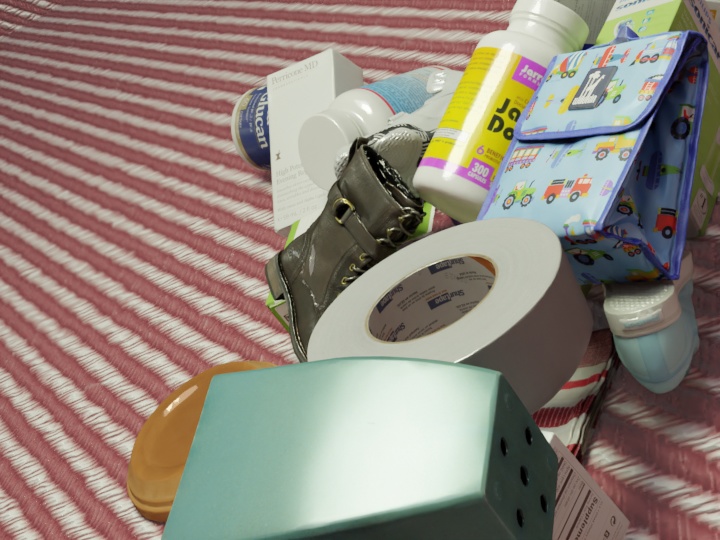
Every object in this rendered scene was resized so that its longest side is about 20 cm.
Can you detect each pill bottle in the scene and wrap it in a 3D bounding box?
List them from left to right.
[{"bbox_3d":[-0.066,-0.188,1.650,0.199,0.112,0.111,-2,42,47],"label":"pill bottle"},{"bbox_3d":[0.030,-0.152,1.418,0.199,0.110,0.108,-23,15,-41],"label":"pill bottle"},{"bbox_3d":[0.132,-0.142,1.170,0.104,0.104,0.202,15,78,56],"label":"pill bottle"}]

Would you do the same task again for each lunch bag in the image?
[{"bbox_3d":[0.190,-0.098,1.012,0.150,0.094,0.202,-4,62,55],"label":"lunch bag"}]

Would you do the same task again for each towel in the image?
[{"bbox_3d":[0.124,0.126,1.044,0.143,0.023,0.201,-11,36,40],"label":"towel"}]

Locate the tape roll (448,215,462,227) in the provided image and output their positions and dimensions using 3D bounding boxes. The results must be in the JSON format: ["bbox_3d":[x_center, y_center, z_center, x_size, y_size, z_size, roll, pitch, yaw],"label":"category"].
[{"bbox_3d":[0.174,-0.104,1.302,0.198,0.066,0.201,-26,29,15],"label":"tape roll"}]

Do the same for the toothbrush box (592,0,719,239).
[{"bbox_3d":[0.268,-0.142,1.169,0.085,0.146,0.201,-9,38,41],"label":"toothbrush box"}]

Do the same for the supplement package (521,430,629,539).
[{"bbox_3d":[0.054,0.194,0.901,0.199,0.111,0.157,2,53,50],"label":"supplement package"}]

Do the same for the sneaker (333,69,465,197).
[{"bbox_3d":[0.065,-0.135,1.281,0.197,0.076,0.115,-14,33,-3],"label":"sneaker"}]

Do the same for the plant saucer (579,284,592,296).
[{"bbox_3d":[0.136,0.011,1.142,0.199,0.031,0.201,-33,29,21],"label":"plant saucer"}]

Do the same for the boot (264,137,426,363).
[{"bbox_3d":[0.000,0.000,1.190,0.174,0.069,0.201,-46,61,28],"label":"boot"}]

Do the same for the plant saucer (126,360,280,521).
[{"bbox_3d":[-0.154,0.159,1.288,0.198,0.038,0.201,-27,29,16],"label":"plant saucer"}]

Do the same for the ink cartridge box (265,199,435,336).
[{"bbox_3d":[0.014,-0.019,1.325,0.198,0.076,0.149,-24,30,27],"label":"ink cartridge box"}]

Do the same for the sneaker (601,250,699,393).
[{"bbox_3d":[0.229,0.041,1.014,0.073,0.083,0.200,-12,10,23],"label":"sneaker"}]

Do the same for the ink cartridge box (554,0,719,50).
[{"bbox_3d":[0.252,-0.224,1.259,0.197,0.096,0.037,1,25,-16],"label":"ink cartridge box"}]

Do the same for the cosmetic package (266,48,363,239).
[{"bbox_3d":[-0.048,-0.142,1.501,0.101,0.074,0.203,-18,67,30],"label":"cosmetic package"}]

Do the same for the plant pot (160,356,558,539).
[{"bbox_3d":[0.011,0.141,0.785,0.198,0.142,0.142,-14,41,28],"label":"plant pot"}]

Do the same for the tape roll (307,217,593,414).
[{"bbox_3d":[0.063,0.045,0.928,0.198,0.067,0.201,-24,25,12],"label":"tape roll"}]
